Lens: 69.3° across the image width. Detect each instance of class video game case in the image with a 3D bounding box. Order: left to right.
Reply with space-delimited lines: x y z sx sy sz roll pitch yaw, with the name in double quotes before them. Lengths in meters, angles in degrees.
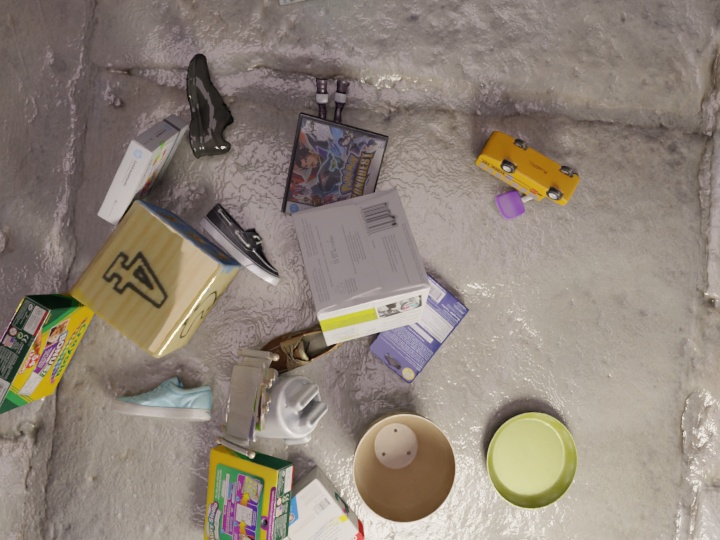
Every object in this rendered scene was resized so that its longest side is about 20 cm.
"video game case" -0.054 -0.191 1.042 0.178 0.026 0.203 14 112 -3

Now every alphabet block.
"alphabet block" -0.370 0.014 0.976 0.195 0.195 0.201 36 89 -1

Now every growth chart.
"growth chart" -0.211 0.244 0.973 0.018 0.143 0.204 16 84 -45

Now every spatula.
"spatula" 0.380 -0.165 1.110 0.197 0.021 0.057 -23 87 -4

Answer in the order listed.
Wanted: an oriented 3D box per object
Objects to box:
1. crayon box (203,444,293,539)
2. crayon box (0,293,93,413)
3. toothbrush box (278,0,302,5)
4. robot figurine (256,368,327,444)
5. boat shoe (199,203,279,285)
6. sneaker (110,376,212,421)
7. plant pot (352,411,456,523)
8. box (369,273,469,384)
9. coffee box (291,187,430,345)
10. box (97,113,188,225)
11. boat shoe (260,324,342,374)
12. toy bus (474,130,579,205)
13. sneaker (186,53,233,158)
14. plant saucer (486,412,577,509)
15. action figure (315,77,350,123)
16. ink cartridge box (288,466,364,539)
"crayon box" -0.220 0.461 1.014 0.170 0.058 0.204 5 90 29
"crayon box" -0.593 0.145 0.962 0.058 0.173 0.202 27 89 0
"toothbrush box" -0.079 -0.613 1.018 0.196 0.146 0.087 -12 90 -4
"robot figurine" -0.154 0.264 1.005 0.198 0.113 0.172 -14 103 41
"boat shoe" -0.230 -0.054 1.049 0.199 0.072 0.068 42 89 4
"sneaker" -0.393 0.255 1.044 0.196 0.074 0.083 5 67 -3
"plant pot" 0.078 0.369 1.033 0.196 0.134 0.204 0 90 -4
"box" 0.120 0.122 1.087 0.121 0.032 0.201 40 86 -3
"coffee box" 0.000 0.000 0.971 0.197 0.198 0.203 -14 68 -4
"box" -0.390 -0.190 0.946 0.041 0.201 0.157 31 113 -14
"boat shoe" -0.124 0.157 1.050 0.197 0.074 0.077 -25 91 -4
"toy bus" 0.339 -0.204 1.064 0.198 0.078 0.066 31 79 4
"sneaker" -0.303 -0.329 1.048 0.089 0.076 0.204 -4 97 -13
"plant saucer" 0.360 0.399 1.104 0.196 0.031 0.204 0 89 -3
"action figure" -0.063 -0.281 1.059 0.128 0.069 0.204 4 104 -10
"ink cartridge box" -0.072 0.522 1.057 0.116 0.067 0.201 -38 92 -2
